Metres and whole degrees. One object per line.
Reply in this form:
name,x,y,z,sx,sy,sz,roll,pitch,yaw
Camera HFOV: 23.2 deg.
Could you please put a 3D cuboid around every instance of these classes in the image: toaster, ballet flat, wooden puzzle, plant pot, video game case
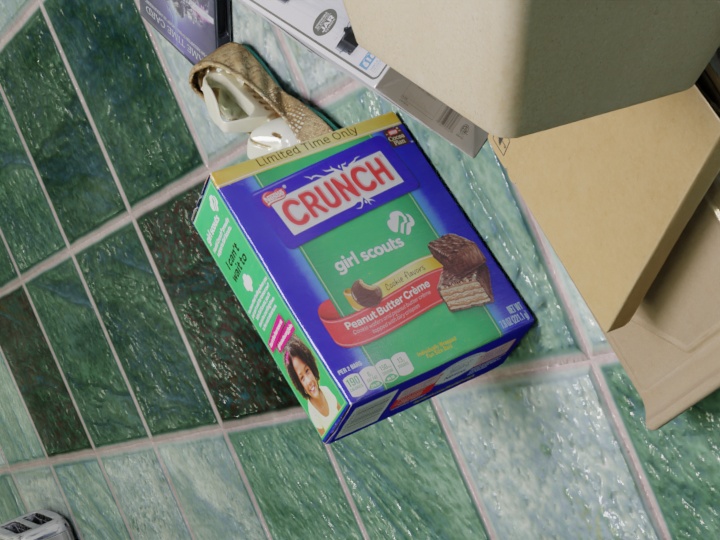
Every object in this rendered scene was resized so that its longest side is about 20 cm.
toaster,-0.476,0.434,2.603,0.200,0.114,0.129,0,109,64
ballet flat,-0.076,-0.117,1.434,0.200,0.065,0.071,43,145,39
wooden puzzle,0.181,-0.020,1.069,0.200,0.037,0.185,65,154,14
plant pot,0.092,-0.182,0.882,0.200,0.200,0.177,39,136,44
video game case,-0.156,-0.274,1.508,0.143,0.019,0.200,45,148,38

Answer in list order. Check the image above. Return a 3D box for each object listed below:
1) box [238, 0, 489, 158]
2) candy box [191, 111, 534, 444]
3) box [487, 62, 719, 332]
box,0.002,-0.161,1.187,0.117,0.060,0.200,31,-175,-45
candy box,0.000,0.000,1.268,0.200,0.169,0.077,57,148,18
box,0.144,-0.082,1.030,0.164,0.021,0.200,62,153,27
